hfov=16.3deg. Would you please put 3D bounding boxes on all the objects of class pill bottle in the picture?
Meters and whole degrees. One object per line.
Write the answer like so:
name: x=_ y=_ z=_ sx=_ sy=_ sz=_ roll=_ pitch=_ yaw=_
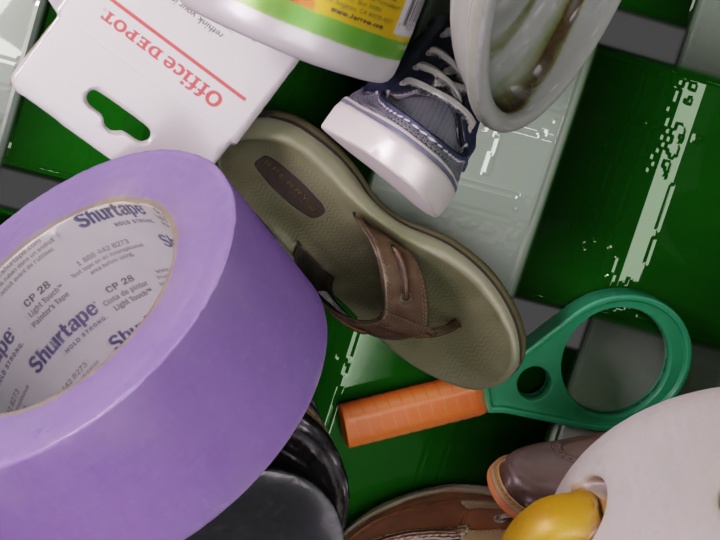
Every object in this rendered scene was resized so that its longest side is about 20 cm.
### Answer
pill bottle: x=0.000 y=-0.198 z=1.167 sx=0.111 sy=0.111 sz=0.201 roll=19 pitch=99 yaw=-17
pill bottle: x=-0.067 y=0.102 z=1.266 sx=0.111 sy=0.200 sz=0.112 roll=-4 pitch=108 yaw=-11

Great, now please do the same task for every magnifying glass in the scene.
magnifying glass: x=0.086 y=0.062 z=1.385 sx=0.199 sy=0.022 sz=0.080 roll=-14 pitch=110 yaw=-10

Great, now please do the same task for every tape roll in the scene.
tape roll: x=-0.121 y=0.043 z=1.196 sx=0.200 sy=0.200 sz=0.085 roll=-38 pitch=123 yaw=1

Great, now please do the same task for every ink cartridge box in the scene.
ink cartridge box: x=-0.077 y=-0.148 z=1.260 sx=0.116 sy=0.067 sz=0.200 roll=36 pitch=96 yaw=-20

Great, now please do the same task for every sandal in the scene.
sandal: x=-0.001 y=0.000 z=1.312 sx=0.201 sy=0.057 sz=0.080 roll=39 pitch=131 yaw=-14

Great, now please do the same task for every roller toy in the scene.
roller toy: x=0.189 y=0.155 z=1.283 sx=0.200 sy=0.140 sz=0.182 roll=-28 pitch=133 yaw=17

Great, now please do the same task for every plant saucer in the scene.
plant saucer: x=0.085 y=-0.165 z=1.184 sx=0.050 sy=0.200 sz=0.201 roll=25 pitch=102 yaw=19

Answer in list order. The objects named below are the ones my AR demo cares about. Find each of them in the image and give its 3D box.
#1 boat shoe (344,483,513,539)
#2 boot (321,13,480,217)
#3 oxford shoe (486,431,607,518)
boat shoe: x=0.082 y=0.161 z=1.384 sx=0.199 sy=0.072 sz=0.076 roll=-6 pitch=108 yaw=-10
boot: x=0.033 y=-0.086 z=1.236 sx=0.073 sy=0.200 sz=0.090 roll=39 pitch=92 yaw=-9
oxford shoe: x=0.164 y=0.102 z=1.370 sx=0.199 sy=0.071 sz=0.073 roll=-2 pitch=136 yaw=-25
